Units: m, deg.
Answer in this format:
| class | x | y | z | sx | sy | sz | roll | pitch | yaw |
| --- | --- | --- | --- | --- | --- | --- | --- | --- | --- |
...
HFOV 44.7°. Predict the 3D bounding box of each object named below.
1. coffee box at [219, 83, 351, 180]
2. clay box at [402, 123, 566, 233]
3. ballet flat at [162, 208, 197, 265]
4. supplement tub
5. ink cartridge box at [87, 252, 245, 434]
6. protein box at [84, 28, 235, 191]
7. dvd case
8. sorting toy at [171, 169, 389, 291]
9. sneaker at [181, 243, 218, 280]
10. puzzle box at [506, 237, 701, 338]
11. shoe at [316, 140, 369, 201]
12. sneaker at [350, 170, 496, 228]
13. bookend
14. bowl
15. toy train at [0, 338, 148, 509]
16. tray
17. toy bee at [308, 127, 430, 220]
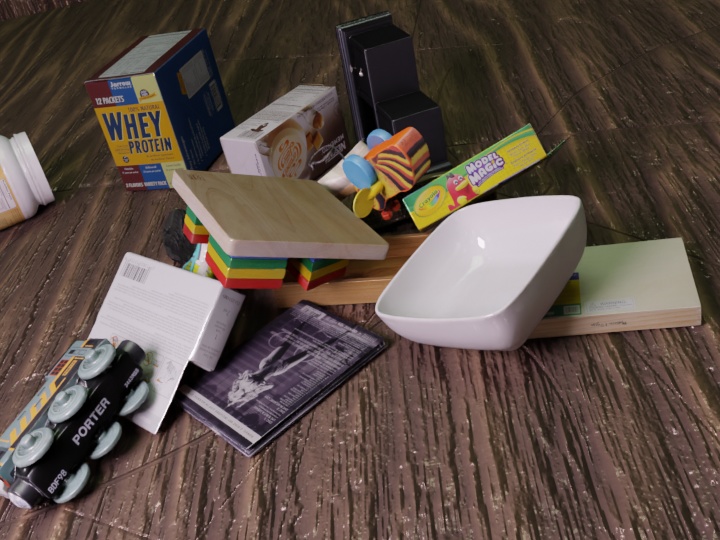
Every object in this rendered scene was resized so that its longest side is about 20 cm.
| class | x | y | z | sx | sy | sz | roll | pitch | yaw |
| --- | --- | --- | --- | --- | --- | --- | --- | --- | --- |
| coffee box | -0.111 | -0.195 | 1.356 | 0.079 | 0.116 | 0.200 | 11 | 38 | 36 |
| clay box | 0.148 | -0.115 | 1.062 | 0.198 | 0.048 | 0.115 | -31 | -2 | 5 |
| ballet flat | -0.229 | -0.034 | 1.225 | 0.056 | 0.067 | 0.200 | 14 | 15 | -37 |
| supplement tub | -0.623 | -0.134 | 1.443 | 0.198 | 0.147 | 0.144 | -26 | 33 | -18 |
| ink cartridge box | -0.238 | 0.081 | 1.007 | 0.198 | 0.043 | 0.176 | 15 | 79 | 42 |
| protein box | -0.330 | -0.274 | 1.488 | 0.133 | 0.201 | 0.201 | -2 | 33 | 20 |
| dvd case | -0.089 | 0.110 | 0.959 | 0.199 | 0.016 | 0.148 | -35 | 37 | -30 |
| sorting toy | -0.101 | -0.043 | 1.021 | 0.196 | 0.071 | 0.200 | 1 | 26 | -32 |
| sneaker | -0.200 | 0.002 | 1.087 | 0.078 | 0.078 | 0.203 | -12 | 51 | 25 |
| puzzle box | 0.256 | 0.018 | 0.951 | 0.196 | 0.026 | 0.134 | -6 | 33 | 15 |
| shoe | -0.058 | -0.102 | 1.190 | 0.199 | 0.054 | 0.070 | -34 | 12 | 12 |
| sneaker | 0.084 | -0.106 | 1.178 | 0.196 | 0.071 | 0.076 | -5 | 28 | 13 |
| bookend | 0.049 | -0.254 | 1.300 | 0.091 | 0.201 | 0.200 | -18 | 32 | -10 |
| bowl | 0.135 | 0.010 | 0.925 | 0.198 | 0.075 | 0.200 | -1 | 41 | 50 |
| toy train | -0.304 | 0.154 | 0.909 | 0.113 | 0.086 | 0.201 | -4 | 43 | 41 |
| tray | 0.000 | 0.000 | 1.078 | 0.196 | 0.038 | 0.099 | -3 | 33 | 17 |
| toy bee | 0.031 | -0.118 | 1.080 | 0.130 | 0.109 | 0.200 | -39 | 22 | -4 |
